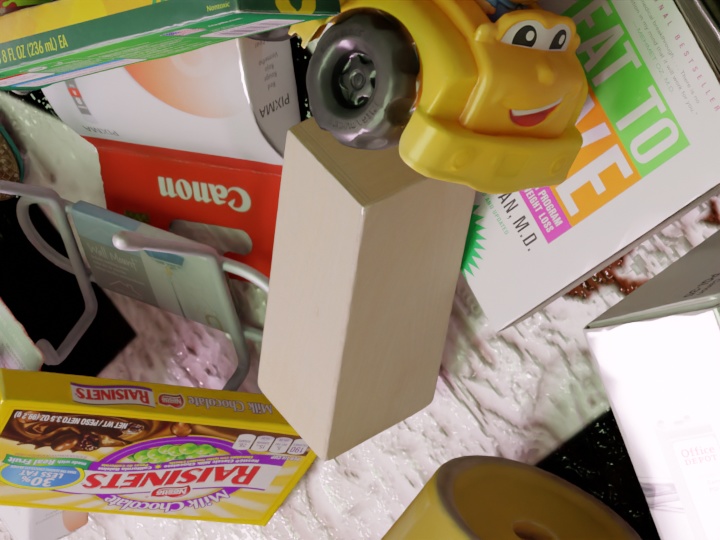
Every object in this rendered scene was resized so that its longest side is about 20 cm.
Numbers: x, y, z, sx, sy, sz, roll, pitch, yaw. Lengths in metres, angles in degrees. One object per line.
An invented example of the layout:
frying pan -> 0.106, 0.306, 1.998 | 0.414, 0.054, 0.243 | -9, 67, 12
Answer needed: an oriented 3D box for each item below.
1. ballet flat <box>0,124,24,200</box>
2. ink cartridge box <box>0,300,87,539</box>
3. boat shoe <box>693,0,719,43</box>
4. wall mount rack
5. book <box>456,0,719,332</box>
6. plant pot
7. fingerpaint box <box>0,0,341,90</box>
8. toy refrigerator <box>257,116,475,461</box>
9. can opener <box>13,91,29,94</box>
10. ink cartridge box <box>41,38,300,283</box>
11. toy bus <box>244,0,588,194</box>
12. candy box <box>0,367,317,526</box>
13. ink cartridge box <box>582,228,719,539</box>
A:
ballet flat -> -0.286, -0.106, 1.500 | 0.200, 0.065, 0.071 | 43, 132, 13
ink cartridge box -> -0.214, 0.046, 1.469 | 0.162, 0.050, 0.200 | 50, 148, 26
boat shoe -> 0.190, -0.094, 1.109 | 0.202, 0.060, 0.072 | 62, 167, -1
wall mount rack -> -0.138, 0.000, 1.401 | 0.200, 0.075, 0.174 | 18, 145, 28
book -> 0.104, -0.072, 1.222 | 0.200, 0.048, 0.134 | -37, 81, 44
plant pot -> 0.058, 0.207, 1.310 | 0.201, 0.201, 0.189 | 33, 113, 21
fingerpaint box -> -0.116, -0.179, 1.139 | 0.200, 0.073, 0.167 | -8, 88, 39
toy refrigerator -> 0.000, 0.000, 1.280 | 0.070, 0.076, 0.200 | 46, 149, 29
can opener -> -0.255, -0.173, 1.460 | 0.200, 0.053, 0.067 | 39, 98, 15
ink cartridge box -> -0.107, -0.082, 1.379 | 0.162, 0.050, 0.201 | 10, 116, 36
toy bus -> 0.043, -0.160, 1.148 | 0.200, 0.135, 0.192 | 49, 118, 31
candy box -> -0.123, 0.100, 1.402 | 0.102, 0.199, 0.026 | -53, 39, 44
ink cartridge box -> 0.201, 0.082, 1.148 | 0.083, 0.146, 0.201 | -12, 104, 43
